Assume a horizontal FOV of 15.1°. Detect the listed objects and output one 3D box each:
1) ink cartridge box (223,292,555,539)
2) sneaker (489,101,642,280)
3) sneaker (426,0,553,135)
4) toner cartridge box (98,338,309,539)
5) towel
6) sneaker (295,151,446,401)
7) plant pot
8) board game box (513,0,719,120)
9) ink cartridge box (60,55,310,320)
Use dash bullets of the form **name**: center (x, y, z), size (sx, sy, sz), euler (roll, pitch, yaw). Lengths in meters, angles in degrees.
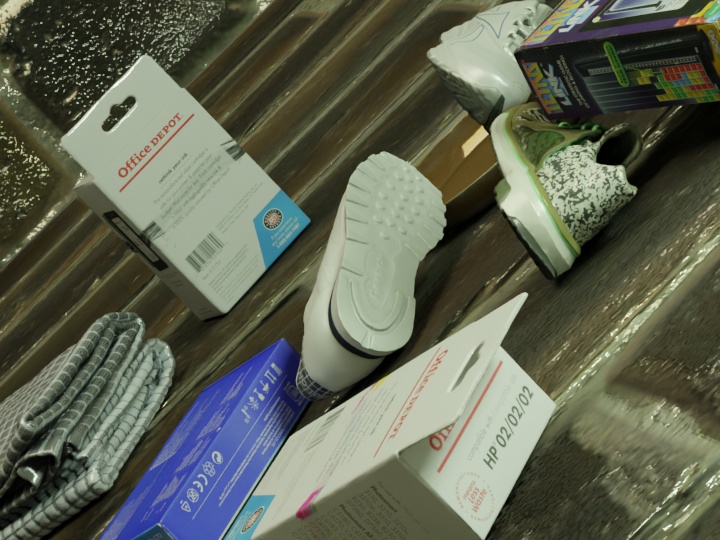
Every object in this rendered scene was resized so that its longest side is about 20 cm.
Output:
- **ink cartridge box**: center (0.024, 0.104, 1.404), size (0.200, 0.068, 0.115), euler (-34, 15, 41)
- **sneaker**: center (0.134, -0.060, 1.643), size (0.088, 0.077, 0.200), euler (-28, 21, 12)
- **sneaker**: center (0.100, -0.156, 1.918), size (0.087, 0.075, 0.200), euler (-36, 14, 13)
- **toner cartridge box**: center (-0.104, 0.134, 1.784), size (0.095, 0.043, 0.200), euler (-35, 15, 41)
- **towel**: center (-0.249, 0.134, 2.165), size (0.166, 0.086, 0.200), euler (-37, 14, 33)
- **sneaker**: center (0.000, 0.000, 1.805), size (0.081, 0.076, 0.200), euler (-52, 11, 41)
- **plant pot**: center (0.100, -0.091, 1.926), size (0.200, 0.027, 0.200), euler (-41, 12, 10)
- **board game box**: center (0.213, -0.173, 1.636), size (0.165, 0.057, 0.200), euler (-5, 33, 49)
- **ink cartridge box**: center (-0.156, -0.070, 2.272), size (0.116, 0.200, 0.068), euler (-48, 12, -19)
